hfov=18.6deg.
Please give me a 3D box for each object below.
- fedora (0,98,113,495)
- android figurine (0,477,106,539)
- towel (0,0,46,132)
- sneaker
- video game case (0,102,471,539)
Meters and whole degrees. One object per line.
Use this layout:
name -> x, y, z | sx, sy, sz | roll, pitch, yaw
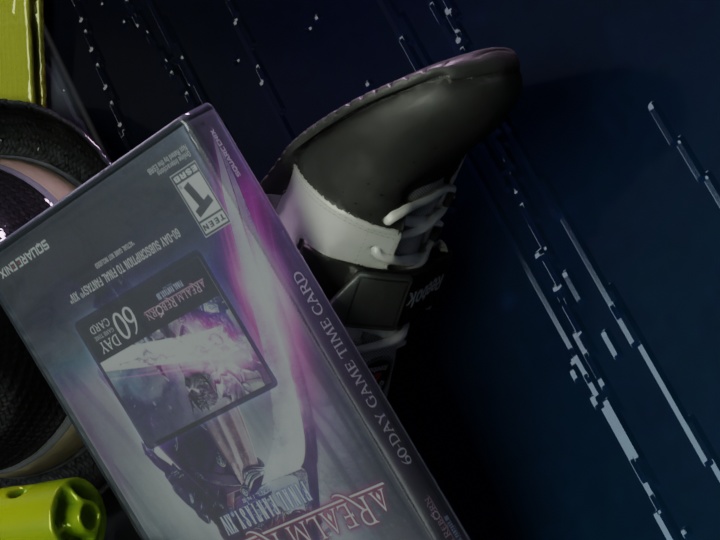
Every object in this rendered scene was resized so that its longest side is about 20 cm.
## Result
fedora -> -0.175, 0.022, 0.873 | 0.200, 0.092, 0.201 | 3, 94, 38
android figurine -> -0.111, 0.168, 0.829 | 0.200, 0.041, 0.182 | -14, 100, 37
towel -> -0.209, -0.101, 0.959 | 0.200, 0.018, 0.086 | 1, 95, 38
sneaker -> 0.000, 0.000, 0.759 | 0.200, 0.074, 0.089 | -41, 72, 41
video game case -> -0.044, 0.056, 0.762 | 0.143, 0.019, 0.200 | -28, 92, 47
